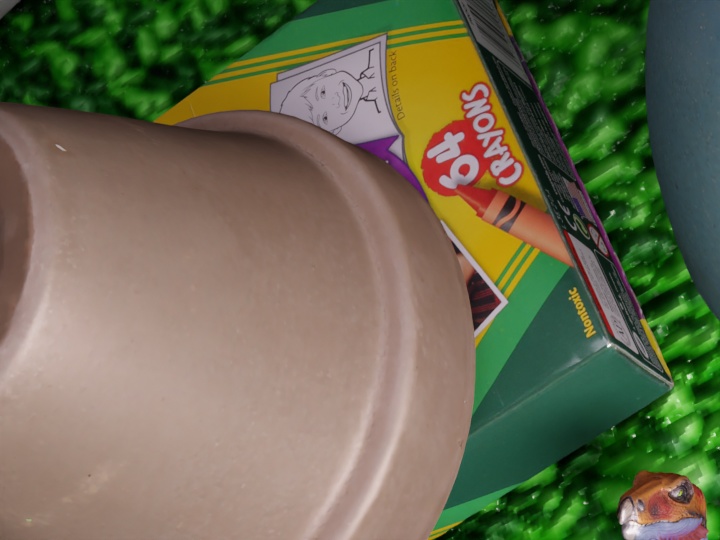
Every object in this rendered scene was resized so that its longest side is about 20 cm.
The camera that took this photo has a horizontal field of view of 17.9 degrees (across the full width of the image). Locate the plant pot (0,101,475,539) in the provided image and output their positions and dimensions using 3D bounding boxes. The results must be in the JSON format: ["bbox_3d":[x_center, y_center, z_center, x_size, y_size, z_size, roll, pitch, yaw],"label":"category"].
[{"bbox_3d":[-0.088,0.026,0.766,0.200,0.175,0.201,-13,68,34],"label":"plant pot"}]

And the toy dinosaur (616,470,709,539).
[{"bbox_3d":[0.050,0.150,0.751,0.200,0.105,0.182,-7,46,45],"label":"toy dinosaur"}]

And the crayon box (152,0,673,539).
[{"bbox_3d":[0.000,0.000,0.860,0.172,0.058,0.200,-34,56,19],"label":"crayon box"}]

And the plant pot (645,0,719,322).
[{"bbox_3d":[0.168,-0.039,0.698,0.200,0.200,0.135,59,141,35],"label":"plant pot"}]

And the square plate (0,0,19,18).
[{"bbox_3d":[-0.254,-0.161,1.028,0.198,0.200,0.028,-42,17,13],"label":"square plate"}]
